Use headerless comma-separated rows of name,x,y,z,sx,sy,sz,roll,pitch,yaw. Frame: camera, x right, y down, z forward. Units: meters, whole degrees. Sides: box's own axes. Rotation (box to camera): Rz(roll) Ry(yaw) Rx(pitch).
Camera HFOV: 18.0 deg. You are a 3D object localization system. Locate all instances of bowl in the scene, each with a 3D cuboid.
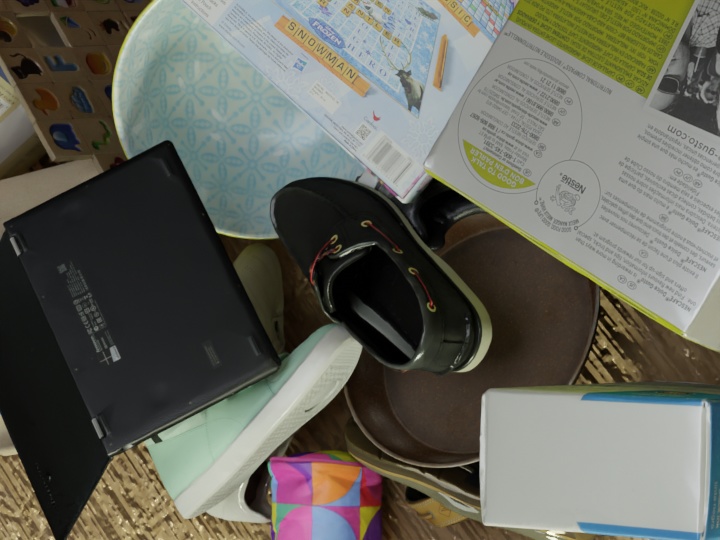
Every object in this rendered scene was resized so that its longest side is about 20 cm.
bowl,-0.066,-0.133,1.584,0.200,0.108,0.201,1,112,3

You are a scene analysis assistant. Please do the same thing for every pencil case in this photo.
pencil case,-0.030,0.223,1.559,0.088,0.088,0.200,2,86,34

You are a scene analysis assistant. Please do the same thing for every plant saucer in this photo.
plant saucer,0.078,0.041,1.502,0.200,0.034,0.201,-19,56,30

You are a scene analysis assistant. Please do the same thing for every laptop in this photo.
laptop,-0.169,0.050,1.552,0.200,0.116,0.187,-28,68,0

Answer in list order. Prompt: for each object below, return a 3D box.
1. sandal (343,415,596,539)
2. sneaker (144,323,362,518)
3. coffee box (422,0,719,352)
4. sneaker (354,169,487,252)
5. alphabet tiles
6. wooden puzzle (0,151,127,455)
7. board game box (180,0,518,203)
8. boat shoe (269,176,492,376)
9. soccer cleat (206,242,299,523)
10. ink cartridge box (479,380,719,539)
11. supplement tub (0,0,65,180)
sandal,0.069,0.146,1.513,0.200,0.080,0.054,24,123,28
sneaker,-0.091,0.070,1.537,0.200,0.074,0.118,-44,77,33
coffee box,0.196,-0.076,1.326,0.200,0.200,0.198,34,97,30
sneaker,0.087,-0.086,1.502,0.200,0.066,0.091,-44,50,15
alphabet tiles,-0.183,-0.135,1.643,0.008,0.167,0.200,-48,62,37
wooden puzzle,-0.224,0.028,1.650,0.185,0.046,0.200,-12,93,30
board game box,0.022,-0.182,1.459,0.200,0.041,0.200,43,98,7
boat shoe,0.001,-0.002,1.482,0.201,0.063,0.074,43,118,38
soccer cleat,-0.073,0.081,1.613,0.077,0.069,0.200,16,102,29
ink cartridge box,0.183,0.110,1.356,0.146,0.200,0.086,1,88,34
supplement tub,-0.299,-0.133,1.730,0.200,0.144,0.145,-39,66,24
